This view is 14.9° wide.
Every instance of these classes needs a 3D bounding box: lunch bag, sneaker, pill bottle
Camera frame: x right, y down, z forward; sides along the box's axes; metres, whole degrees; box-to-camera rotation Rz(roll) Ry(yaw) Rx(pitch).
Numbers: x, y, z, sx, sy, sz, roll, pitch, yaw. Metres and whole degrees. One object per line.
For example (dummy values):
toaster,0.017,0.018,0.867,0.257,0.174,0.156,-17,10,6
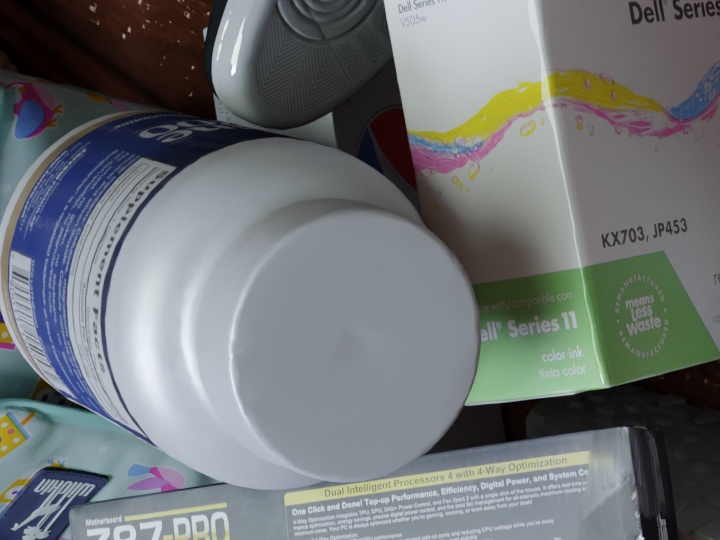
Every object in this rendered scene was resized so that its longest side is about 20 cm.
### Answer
lunch bag,-0.125,0.028,1.052,0.122,0.170,0.200,17,94,45
sneaker,0.127,0.109,0.922,0.200,0.076,0.081,36,130,36
sneaker,-0.019,-0.145,0.980,0.112,0.073,0.200,17,75,45
pill bottle,-0.040,0.009,0.894,0.200,0.111,0.111,-162,68,-65

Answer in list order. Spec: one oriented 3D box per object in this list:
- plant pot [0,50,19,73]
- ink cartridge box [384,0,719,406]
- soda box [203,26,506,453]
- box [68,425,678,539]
plant pot,-0.187,-0.035,1.156,0.201,0.093,0.201,-171,90,-85
ink cartridge box,0.074,-0.065,0.905,0.067,0.117,0.200,-10,91,44
soda box,0.000,0.000,1.023,0.064,0.068,0.200,-8,92,45
box,0.008,0.142,0.890,0.200,0.049,0.161,-10,83,20
